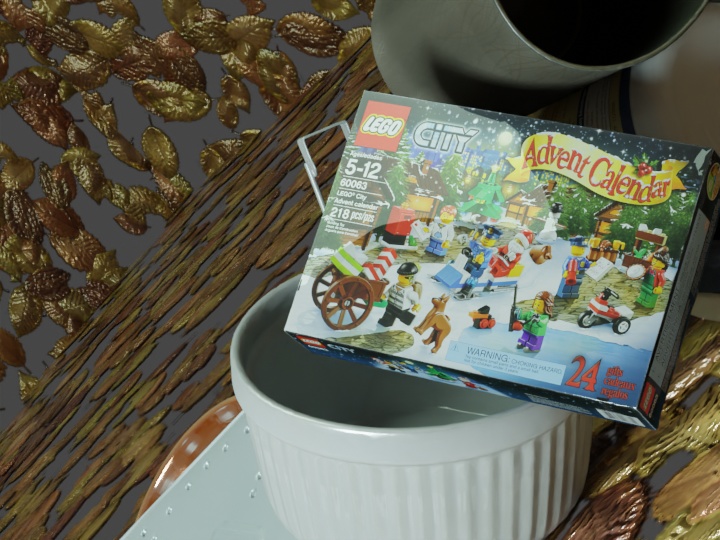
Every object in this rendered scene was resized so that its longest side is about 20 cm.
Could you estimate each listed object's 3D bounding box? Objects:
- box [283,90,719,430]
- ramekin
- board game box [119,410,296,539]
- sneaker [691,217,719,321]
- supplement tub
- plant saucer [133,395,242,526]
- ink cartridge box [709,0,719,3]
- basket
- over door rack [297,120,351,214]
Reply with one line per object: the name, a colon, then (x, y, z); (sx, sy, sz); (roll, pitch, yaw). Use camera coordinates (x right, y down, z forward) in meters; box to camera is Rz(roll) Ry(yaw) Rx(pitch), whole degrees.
box: (0.073, -0.008, 1.247); (0.038, 0.199, 0.137); (40, -115, -59)
ramekin: (0.034, 0.078, 1.330); (0.199, 0.106, 0.201); (-4, 29, 2)
board game box: (-0.072, 0.186, 1.504); (0.200, 0.026, 0.201); (-46, 36, 25)
sneaker: (0.144, -0.023, 1.290); (0.199, 0.085, 0.075); (0, 28, 23)
supplement tub: (0.165, -0.052, 1.422); (0.200, 0.144, 0.145); (-33, 16, 52)
plant saucer: (-0.084, 0.176, 1.580); (0.200, 0.032, 0.201); (-34, 42, 39)
ink cartridge box: (0.214, -0.148, 1.472); (0.200, 0.144, 0.084); (-24, 48, 48)
basket: (0.092, -0.156, 1.351); (0.181, 0.136, 0.200); (-59, 10, -25)
over door rack: (0.000, 0.000, 1.533); (0.066, 0.202, 0.148); (-10, 0, -19)
